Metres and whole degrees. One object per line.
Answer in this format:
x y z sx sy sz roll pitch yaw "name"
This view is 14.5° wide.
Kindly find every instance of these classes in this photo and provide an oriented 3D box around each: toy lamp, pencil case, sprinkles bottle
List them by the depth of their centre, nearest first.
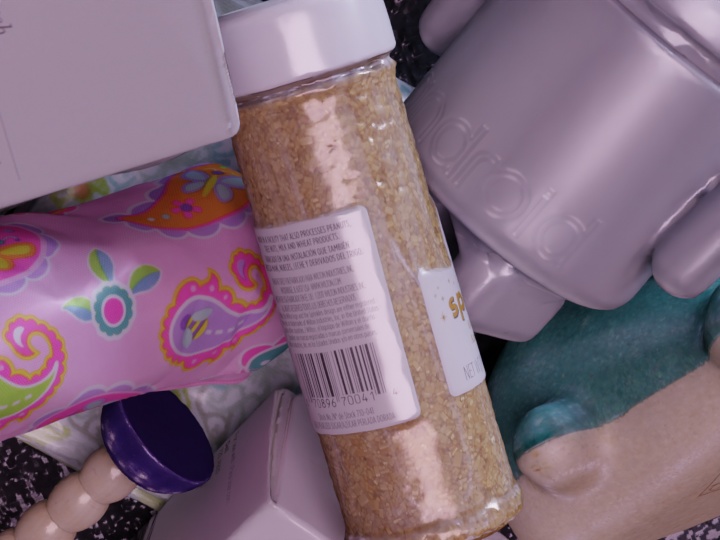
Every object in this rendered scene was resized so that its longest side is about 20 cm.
0.000 0.000 1.000 0.068 0.068 0.200 -17 97 -7 "sprinkles bottle"
-0.116 0.020 1.002 0.200 0.087 0.088 -18 108 -39 "pencil case"
-0.142 0.119 1.095 0.200 0.058 0.058 -39 108 21 "toy lamp"

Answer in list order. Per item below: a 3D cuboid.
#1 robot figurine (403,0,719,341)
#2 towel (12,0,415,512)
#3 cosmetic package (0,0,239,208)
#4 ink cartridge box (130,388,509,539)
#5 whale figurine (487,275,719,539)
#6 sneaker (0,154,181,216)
0.092 -0.066 1.040 0.170 0.113 0.200 46 105 24 "robot figurine"
-0.052 0.001 1.115 0.171 0.048 0.200 28 95 -16 "towel"
-0.164 -0.121 0.905 0.200 0.165 0.165 -18 135 -7 "cosmetic package"
-0.039 0.166 1.104 0.146 0.084 0.200 36 115 -17 "ink cartridge box"
0.120 0.036 1.091 0.159 0.200 0.104 -16 70 -27 "whale figurine"
-0.155 -0.048 1.029 0.200 0.115 0.076 -23 83 12 "sneaker"
